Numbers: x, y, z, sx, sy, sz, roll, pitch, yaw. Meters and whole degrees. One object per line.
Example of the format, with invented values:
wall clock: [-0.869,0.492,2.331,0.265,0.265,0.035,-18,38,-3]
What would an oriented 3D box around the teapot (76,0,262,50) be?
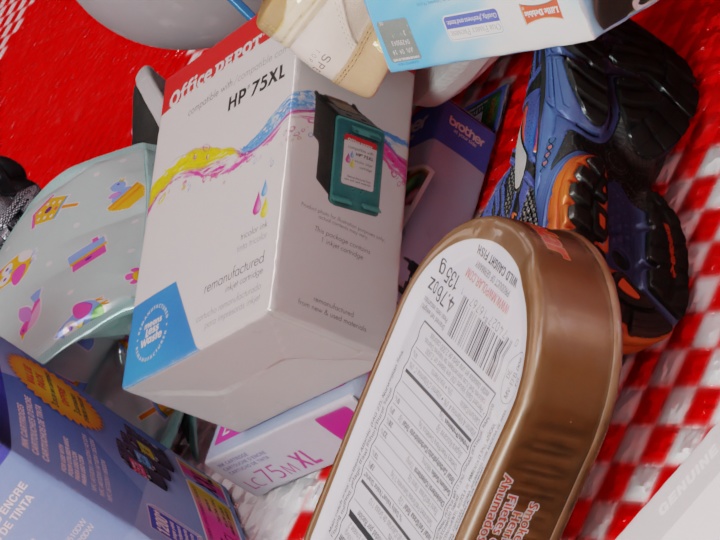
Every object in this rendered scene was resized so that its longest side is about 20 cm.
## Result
teapot: [-0.086,-0.229,1.321,0.146,0.197,0.201,3,73,55]

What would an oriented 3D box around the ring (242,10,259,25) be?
ring: [-0.011,-0.171,1.219,0.200,0.019,0.200,-40,8,7]

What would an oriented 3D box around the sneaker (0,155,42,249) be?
sneaker: [-0.211,-0.016,1.354,0.076,0.114,0.200,-55,23,2]

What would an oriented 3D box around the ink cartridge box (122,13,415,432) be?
ink cartridge box: [-0.037,-0.044,0.962,0.116,0.067,0.201,-28,48,46]

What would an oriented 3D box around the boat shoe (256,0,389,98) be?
boat shoe: [0.044,-0.157,0.906,0.200,0.069,0.074,-48,8,0]

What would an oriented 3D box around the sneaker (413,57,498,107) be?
sneaker: [0.091,-0.147,0.972,0.200,0.088,0.075,-53,45,23]

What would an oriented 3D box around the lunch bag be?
lunch bag: [-0.145,0.047,1.133,0.200,0.122,0.171,-52,21,24]

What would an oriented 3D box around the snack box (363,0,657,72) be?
snack box: [0.109,-0.136,0.838,0.200,0.037,0.116,-32,17,-33]

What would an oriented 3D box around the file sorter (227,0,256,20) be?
file sorter: [-0.005,-0.227,1.048,0.200,0.123,0.139,-49,5,-21]

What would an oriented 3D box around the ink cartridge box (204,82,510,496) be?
ink cartridge box: [0.000,0.000,1.013,0.119,0.042,0.201,-27,34,48]

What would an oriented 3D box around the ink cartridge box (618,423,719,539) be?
ink cartridge box: [0.101,0.139,0.594,0.200,0.045,0.176,-51,24,11]

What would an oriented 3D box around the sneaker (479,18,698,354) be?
sneaker: [0.081,-0.038,0.861,0.078,0.075,0.200,-40,26,39]

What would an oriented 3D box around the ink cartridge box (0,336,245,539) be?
ink cartridge box: [-0.146,0.099,0.958,0.076,0.200,0.136,-52,23,8]

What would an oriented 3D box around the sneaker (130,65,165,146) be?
sneaker: [-0.127,-0.049,1.286,0.099,0.071,0.200,-46,28,11]

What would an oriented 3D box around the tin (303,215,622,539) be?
tin: [0.030,0.076,0.780,0.201,0.042,0.112,-68,24,14]
